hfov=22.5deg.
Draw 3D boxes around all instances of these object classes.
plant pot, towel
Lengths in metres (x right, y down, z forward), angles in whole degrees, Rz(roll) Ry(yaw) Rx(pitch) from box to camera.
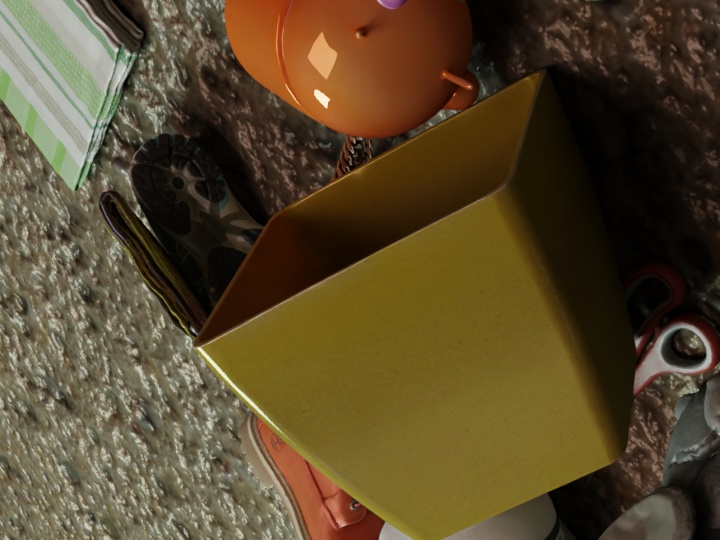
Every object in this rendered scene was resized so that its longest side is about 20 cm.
[{"bbox_3d":[0.055,0.032,1.026,0.199,0.200,0.177,-27,105,21],"label":"plant pot"},{"bbox_3d":[-0.127,0.029,1.341,0.144,0.023,0.200,52,176,27],"label":"towel"},{"bbox_3d":[-0.239,-0.171,1.419,0.149,0.031,0.200,52,147,13],"label":"towel"}]

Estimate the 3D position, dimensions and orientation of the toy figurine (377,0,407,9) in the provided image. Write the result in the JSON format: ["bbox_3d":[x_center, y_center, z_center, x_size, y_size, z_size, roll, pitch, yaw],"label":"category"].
[{"bbox_3d":[0.027,-0.195,0.938,0.200,0.184,0.150,55,145,2],"label":"toy figurine"}]

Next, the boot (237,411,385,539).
[{"bbox_3d":[-0.003,0.156,1.303,0.200,0.075,0.107,53,125,19],"label":"boot"}]

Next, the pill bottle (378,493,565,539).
[{"bbox_3d":[0.078,0.198,1.176,0.119,0.119,0.201,1,115,50],"label":"pill bottle"}]

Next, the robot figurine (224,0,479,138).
[{"bbox_3d":[-0.007,-0.143,1.053,0.200,0.116,0.144,40,151,60],"label":"robot figurine"}]

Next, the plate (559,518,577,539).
[{"bbox_3d":[0.116,0.231,1.282,0.200,0.032,0.200,50,144,11],"label":"plate"}]

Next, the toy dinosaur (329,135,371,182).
[{"bbox_3d":[0.000,0.000,1.205,0.136,0.102,0.200,44,168,46],"label":"toy dinosaur"}]

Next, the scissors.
[{"bbox_3d":[0.161,0.066,1.124,0.073,0.014,0.200,48,145,11],"label":"scissors"}]

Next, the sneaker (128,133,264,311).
[{"bbox_3d":[-0.099,-0.012,1.343,0.200,0.077,0.086,57,168,-4],"label":"sneaker"}]

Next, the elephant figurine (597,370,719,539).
[{"bbox_3d":[0.194,0.162,0.976,0.141,0.201,0.155,24,168,19],"label":"elephant figurine"}]
